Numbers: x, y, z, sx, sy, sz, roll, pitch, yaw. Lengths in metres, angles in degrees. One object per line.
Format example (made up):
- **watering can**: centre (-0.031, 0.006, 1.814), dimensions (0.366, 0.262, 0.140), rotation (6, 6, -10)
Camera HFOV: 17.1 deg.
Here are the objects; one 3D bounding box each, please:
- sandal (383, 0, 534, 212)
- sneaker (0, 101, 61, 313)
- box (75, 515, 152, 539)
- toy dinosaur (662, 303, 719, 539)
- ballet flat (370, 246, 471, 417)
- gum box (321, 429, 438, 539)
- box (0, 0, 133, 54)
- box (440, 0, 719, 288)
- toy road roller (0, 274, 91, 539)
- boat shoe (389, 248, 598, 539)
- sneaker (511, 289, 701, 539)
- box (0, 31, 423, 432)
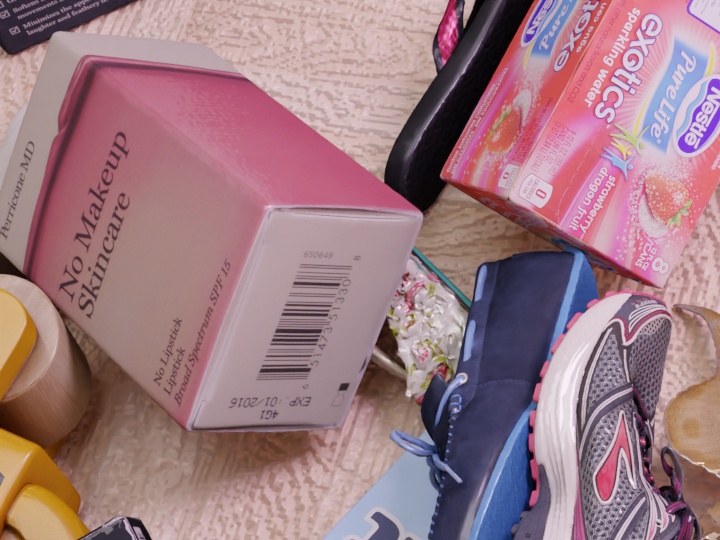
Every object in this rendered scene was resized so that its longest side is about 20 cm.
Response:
- **sandal**: centre (0.060, -0.123, 1.307), dimensions (0.045, 0.075, 0.200), rotation (26, 72, 29)
- **sneaker**: centre (-0.180, -0.038, 1.350), dimensions (0.200, 0.073, 0.085), rotation (-55, 28, -11)
- **box**: centre (-0.117, 0.232, 1.090), dimensions (0.141, 0.079, 0.201), rotation (-28, 83, -3)
- **toy dinosaur**: centre (0.193, 0.068, 1.136), dimensions (0.101, 0.058, 0.200), rotation (5, 42, 2)
- **ballet flat**: centre (0.000, 0.000, 1.252), dimensions (0.064, 0.076, 0.200), rotation (-42, 53, 0)
- **gum box**: centre (0.051, 0.175, 1.140), dimensions (0.170, 0.045, 0.200), rotation (36, 74, 32)
- **box**: centre (-0.186, -0.246, 1.388), dimensions (0.148, 0.200, 0.107), rotation (-23, 55, 3)
- **box**: centre (0.141, -0.105, 1.203), dimensions (0.201, 0.102, 0.095), rotation (-62, 21, -2)
- **toy road roller**: centre (-0.175, 0.118, 1.209), dimensions (0.145, 0.123, 0.201), rotation (23, 73, 16)
- **boat shoe**: centre (0.061, 0.076, 1.136), dimensions (0.068, 0.084, 0.200), rotation (2, 42, 23)
- **sneaker**: centre (0.118, 0.102, 1.085), dimensions (0.074, 0.081, 0.201), rotation (-3, 59, 28)
- **box**: centre (-0.084, -0.022, 1.224), dimensions (0.200, 0.109, 0.128), rotation (38, 116, 40)
